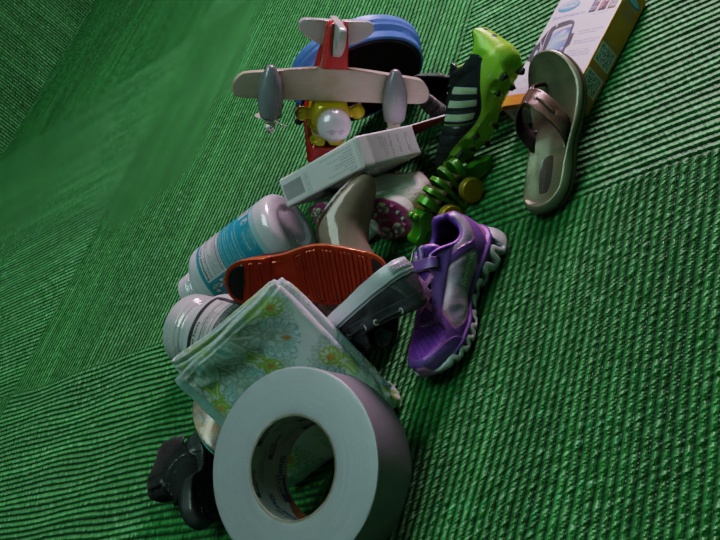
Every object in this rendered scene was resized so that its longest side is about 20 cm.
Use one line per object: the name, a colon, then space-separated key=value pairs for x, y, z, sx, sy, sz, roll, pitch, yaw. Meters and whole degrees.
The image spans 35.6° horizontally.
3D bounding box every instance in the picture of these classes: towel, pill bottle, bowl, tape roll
towel: x=-0.083 y=0.123 z=1.217 sx=0.171 sy=0.200 sz=0.048 roll=-39 pitch=14 yaw=21
pill bottle: x=-0.140 y=0.091 z=1.345 sx=0.200 sy=0.116 sz=0.117 roll=12 pitch=65 yaw=42
bowl: x=-0.004 y=-0.280 z=1.595 sx=0.200 sy=0.200 sz=0.039 roll=-35 pitch=63 yaw=25
tape roll: x=-0.051 y=0.199 z=1.123 sx=0.200 sy=0.066 sz=0.201 roll=-8 pitch=75 yaw=31
pill bottle: x=-0.164 y=-0.011 z=1.574 sx=0.200 sy=0.111 sz=0.111 roll=-35 pitch=32 yaw=26

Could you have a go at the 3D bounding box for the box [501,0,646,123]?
box: x=0.262 y=-0.268 z=1.354 sx=0.119 sy=0.041 sz=0.200 roll=3 pitch=56 yaw=55

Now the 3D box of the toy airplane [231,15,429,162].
toy airplane: x=-0.036 y=-0.231 z=1.464 sx=0.200 sy=0.199 sz=0.141 roll=-30 pitch=44 yaw=20

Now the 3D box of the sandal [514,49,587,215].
sandal: x=0.204 y=-0.161 z=1.245 sx=0.080 sy=0.057 sz=0.201 roll=-22 pitch=55 yaw=50

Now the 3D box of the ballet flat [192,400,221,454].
ballet flat: x=-0.178 y=0.154 z=1.433 sx=0.067 sy=0.068 sz=0.200 roll=-63 pitch=24 yaw=23

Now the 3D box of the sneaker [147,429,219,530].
sneaker: x=-0.220 y=0.265 z=1.387 sx=0.104 sy=0.060 sz=0.200 roll=-38 pitch=26 yaw=18

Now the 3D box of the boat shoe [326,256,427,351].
boat shoe: x=0.016 y=0.054 z=1.211 sx=0.070 sy=0.066 sz=0.200 roll=-27 pitch=-11 yaw=-37

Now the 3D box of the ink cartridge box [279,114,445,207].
ink cartridge box: x=0.015 y=-0.145 z=1.476 sx=0.176 sy=0.045 sz=0.200 roll=-18 pitch=-1 yaw=-34

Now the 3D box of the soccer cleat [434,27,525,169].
soccer cleat: x=0.133 y=-0.204 z=1.357 sx=0.081 sy=0.067 sz=0.200 roll=53 pitch=141 yaw=24

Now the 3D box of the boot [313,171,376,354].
boot: x=0.000 y=0.000 z=1.342 sx=0.146 sy=0.070 sz=0.200 roll=41 pitch=111 yaw=42

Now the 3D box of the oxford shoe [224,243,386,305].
oxford shoe: x=-0.056 y=-0.001 z=1.304 sx=0.200 sy=0.071 sz=0.073 roll=-1 pitch=12 yaw=22

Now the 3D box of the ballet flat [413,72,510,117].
ballet flat: x=0.131 y=-0.229 z=1.470 sx=0.067 sy=0.057 sz=0.200 roll=-58 pitch=30 yaw=-12

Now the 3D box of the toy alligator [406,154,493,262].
toy alligator: x=0.085 y=-0.071 z=1.352 sx=0.200 sy=0.054 sz=0.059 roll=-52 pitch=28 yaw=-3

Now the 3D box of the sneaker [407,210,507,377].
sneaker: x=0.086 y=0.018 z=1.214 sx=0.080 sy=0.088 sz=0.200 roll=-10 pitch=49 yaw=48

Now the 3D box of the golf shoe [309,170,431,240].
golf shoe: x=0.015 y=-0.085 z=1.465 sx=0.200 sy=0.075 sz=0.092 roll=0 pitch=43 yaw=49
